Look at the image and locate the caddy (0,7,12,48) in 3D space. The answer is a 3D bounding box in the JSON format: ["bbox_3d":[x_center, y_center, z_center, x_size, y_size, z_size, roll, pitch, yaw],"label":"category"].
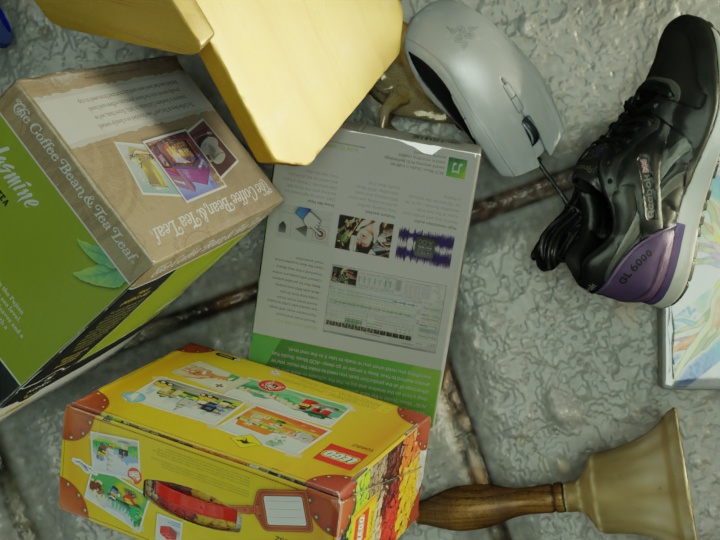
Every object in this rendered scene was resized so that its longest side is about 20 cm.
[{"bbox_3d":[-0.324,-0.223,0.871,0.105,0.141,0.201,-38,90,4],"label":"caddy"}]

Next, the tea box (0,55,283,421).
[{"bbox_3d":[-0.186,-0.021,0.811,0.196,0.200,0.134,-38,89,22],"label":"tea box"}]

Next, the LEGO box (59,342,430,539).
[{"bbox_3d":[-0.072,0.126,0.825,0.197,0.149,0.078,15,109,22],"label":"LEGO box"}]

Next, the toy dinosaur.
[{"bbox_3d":[0.002,-0.150,0.916,0.200,0.058,0.101,45,76,-7],"label":"toy dinosaur"}]

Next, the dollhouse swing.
[{"bbox_3d":[-0.093,-0.191,0.824,0.180,0.177,0.201,15,52,29],"label":"dollhouse swing"}]

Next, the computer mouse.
[{"bbox_3d":[0.107,-0.107,0.888,0.110,0.044,0.200,-43,98,-14],"label":"computer mouse"}]

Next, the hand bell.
[{"bbox_3d":[0.135,0.165,0.900,0.197,0.104,0.106,-10,90,13],"label":"hand bell"}]

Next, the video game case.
[{"bbox_3d":[0.308,-0.015,0.916,0.179,0.022,0.204,0,90,1],"label":"video game case"}]

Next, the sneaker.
[{"bbox_3d":[0.193,-0.079,0.860,0.086,0.076,0.204,9,91,-19],"label":"sneaker"}]

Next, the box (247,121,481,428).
[{"bbox_3d":[0.000,0.000,0.887,0.142,0.036,0.203,11,104,6],"label":"box"}]
